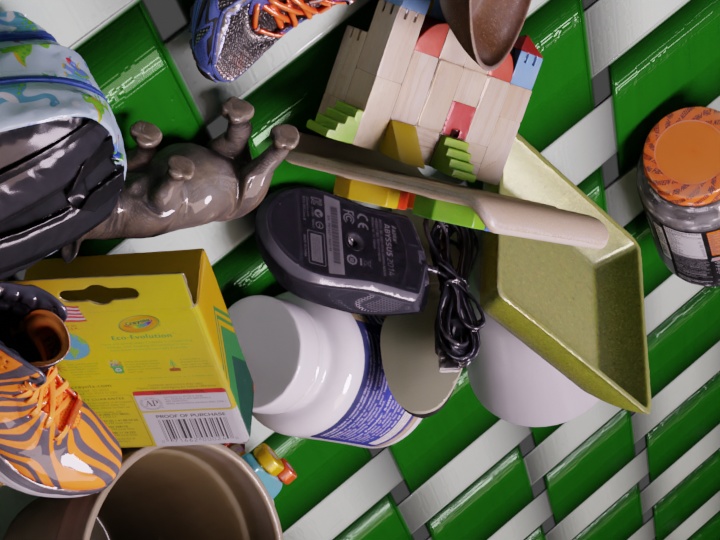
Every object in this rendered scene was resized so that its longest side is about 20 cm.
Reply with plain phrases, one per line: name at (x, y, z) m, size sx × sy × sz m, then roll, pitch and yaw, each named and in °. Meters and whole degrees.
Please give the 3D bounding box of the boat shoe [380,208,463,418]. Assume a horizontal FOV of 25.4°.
boat shoe at (0.055, 0.032, 1.307) m, size 0.073 × 0.203 × 0.063 m, roll -3°, pitch 148°, yaw 5°

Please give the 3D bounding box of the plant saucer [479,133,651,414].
plant saucer at (0.164, 0.006, 1.354) m, size 0.048 × 0.201 × 0.200 m, roll -31°, pitch 126°, yaw 33°

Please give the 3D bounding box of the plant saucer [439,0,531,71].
plant saucer at (0.089, -0.236, 1.066) m, size 0.200 × 0.036 × 0.203 m, roll 14°, pitch 90°, yaw -74°

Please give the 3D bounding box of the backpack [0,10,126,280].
backpack at (-0.230, -0.056, 0.886) m, size 0.198 × 0.155 × 0.164 m, roll -13°, pitch 142°, yaw -9°

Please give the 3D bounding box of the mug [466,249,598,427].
mug at (0.158, 0.029, 1.513) m, size 0.148 × 0.188 × 0.154 m, roll -11°, pitch 142°, yaw 10°

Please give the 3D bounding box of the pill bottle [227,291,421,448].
pill bottle at (-0.033, 0.080, 1.318) m, size 0.120 × 0.120 × 0.199 m, roll -50°, pitch 151°, yaw 12°

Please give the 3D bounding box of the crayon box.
crayon box at (-0.153, 0.048, 1.096) m, size 0.125 × 0.051 × 0.201 m, roll -3°, pitch 143°, yaw 8°

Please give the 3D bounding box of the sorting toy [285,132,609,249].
sorting toy at (0.061, -0.053, 1.180) m, size 0.184 × 0.199 × 0.037 m, roll 6°, pitch 103°, yaw -54°

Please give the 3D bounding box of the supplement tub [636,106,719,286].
supplement tub at (0.340, -0.074, 1.583) m, size 0.122 × 0.123 × 0.200 m, roll -41°, pitch 151°, yaw -3°

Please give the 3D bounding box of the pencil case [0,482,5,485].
pencil case at (-0.295, 0.119, 1.079) m, size 0.199 × 0.086 × 0.084 m, roll -7°, pitch 103°, yaw -47°

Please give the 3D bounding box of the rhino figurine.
rhino figurine at (-0.139, -0.055, 1.066) m, size 0.199 × 0.060 × 0.088 m, roll -17°, pitch 153°, yaw -34°

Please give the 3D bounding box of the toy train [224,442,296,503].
toy train at (-0.153, 0.209, 1.410) m, size 0.199 × 0.056 × 0.151 m, roll -11°, pitch 139°, yaw -40°

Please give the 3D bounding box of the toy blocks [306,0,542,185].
toy blocks at (0.058, -0.148, 1.165) m, size 0.199 × 0.100 × 0.138 m, roll 12°, pitch 102°, yaw -41°

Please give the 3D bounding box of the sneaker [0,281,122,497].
sneaker at (-0.210, 0.079, 1.032) m, size 0.111 × 0.078 × 0.200 m, roll -21°, pitch 134°, yaw 37°

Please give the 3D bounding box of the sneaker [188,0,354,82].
sneaker at (-0.029, -0.193, 1.003) m, size 0.200 × 0.078 × 0.075 m, roll -47°, pitch 151°, yaw 6°

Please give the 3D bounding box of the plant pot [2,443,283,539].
plant pot at (-0.185, 0.231, 1.241) m, size 0.173 × 0.202 × 0.199 m, roll -9°, pitch 180°, yaw 45°

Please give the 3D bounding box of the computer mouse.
computer mouse at (0.000, 0.000, 1.238) m, size 0.198 × 0.140 × 0.053 m, roll 18°, pitch 142°, yaw -24°
